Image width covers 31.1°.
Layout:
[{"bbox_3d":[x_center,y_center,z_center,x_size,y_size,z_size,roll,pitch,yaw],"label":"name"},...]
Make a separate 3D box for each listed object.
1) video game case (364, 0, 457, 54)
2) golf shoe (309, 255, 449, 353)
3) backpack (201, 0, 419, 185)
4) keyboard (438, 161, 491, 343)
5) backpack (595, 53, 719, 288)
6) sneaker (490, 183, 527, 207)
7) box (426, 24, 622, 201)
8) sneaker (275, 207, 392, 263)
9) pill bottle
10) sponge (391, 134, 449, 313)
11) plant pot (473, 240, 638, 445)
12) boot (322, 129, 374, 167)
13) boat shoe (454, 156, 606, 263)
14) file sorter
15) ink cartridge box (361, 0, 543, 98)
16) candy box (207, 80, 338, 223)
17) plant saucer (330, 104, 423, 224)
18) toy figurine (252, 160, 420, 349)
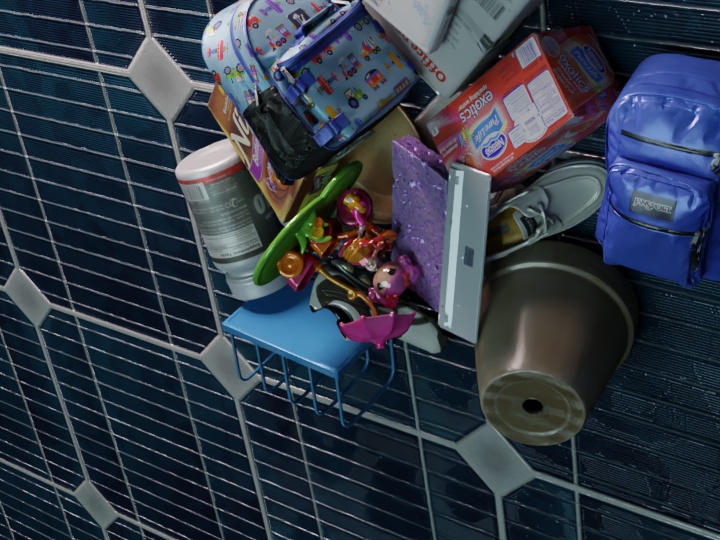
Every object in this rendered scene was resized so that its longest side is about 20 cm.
[{"bbox_3d":[0.033,-0.350,1.322,0.200,0.024,0.183,43,139,20],"label":"video game case"},{"bbox_3d":[0.020,0.066,1.694,0.199,0.095,0.078,33,160,-7],"label":"golf shoe"},{"bbox_3d":[-0.061,-0.224,1.393,0.200,0.182,0.134,53,141,-2],"label":"backpack"},{"bbox_3d":[0.115,-0.018,1.428,0.056,0.011,0.201,21,120,35],"label":"keyboard"},{"bbox_3d":[0.318,-0.098,1.270,0.161,0.168,0.201,15,128,19],"label":"backpack"},{"bbox_3d":[0.167,-0.018,1.537,0.090,0.075,0.201,18,132,37],"label":"sneaker"},{"bbox_3d":[0.175,-0.166,1.383,0.200,0.095,0.100,-37,72,50],"label":"box"},{"bbox_3d":[-0.022,-0.056,1.699,0.199,0.072,0.073,26,167,18],"label":"sneaker"},{"bbox_3d":[-0.166,-0.070,1.772,0.113,0.114,0.201,0,120,42],"label":"pill bottle"},{"bbox_3d":[0.079,-0.051,1.546,0.112,0.030,0.201,42,144,42],"label":"sponge"},{"bbox_3d":[0.207,0.095,1.466,0.199,0.174,0.201,10,131,11],"label":"plant pot"},{"bbox_3d":[-0.040,-0.243,1.515,0.182,0.072,0.201,-41,68,54],"label":"boot"},{"bbox_3d":[0.190,-0.060,1.433,0.199,0.070,0.071,-23,107,19],"label":"boat shoe"},{"bbox_3d":[-0.065,0.111,1.804,0.199,0.139,0.123,20,136,31],"label":"file sorter"},{"bbox_3d":[0.110,-0.303,1.361,0.147,0.086,0.200,47,141,5],"label":"ink cartridge box"},{"bbox_3d":[-0.115,-0.175,1.645,0.201,0.056,0.117,58,148,18],"label":"candy box"},{"bbox_3d":[0.009,-0.155,1.607,0.199,0.035,0.201,24,133,27],"label":"plant saucer"},{"bbox_3d":[0.000,0.000,1.580,0.184,0.150,0.200,42,97,10],"label":"toy figurine"}]
